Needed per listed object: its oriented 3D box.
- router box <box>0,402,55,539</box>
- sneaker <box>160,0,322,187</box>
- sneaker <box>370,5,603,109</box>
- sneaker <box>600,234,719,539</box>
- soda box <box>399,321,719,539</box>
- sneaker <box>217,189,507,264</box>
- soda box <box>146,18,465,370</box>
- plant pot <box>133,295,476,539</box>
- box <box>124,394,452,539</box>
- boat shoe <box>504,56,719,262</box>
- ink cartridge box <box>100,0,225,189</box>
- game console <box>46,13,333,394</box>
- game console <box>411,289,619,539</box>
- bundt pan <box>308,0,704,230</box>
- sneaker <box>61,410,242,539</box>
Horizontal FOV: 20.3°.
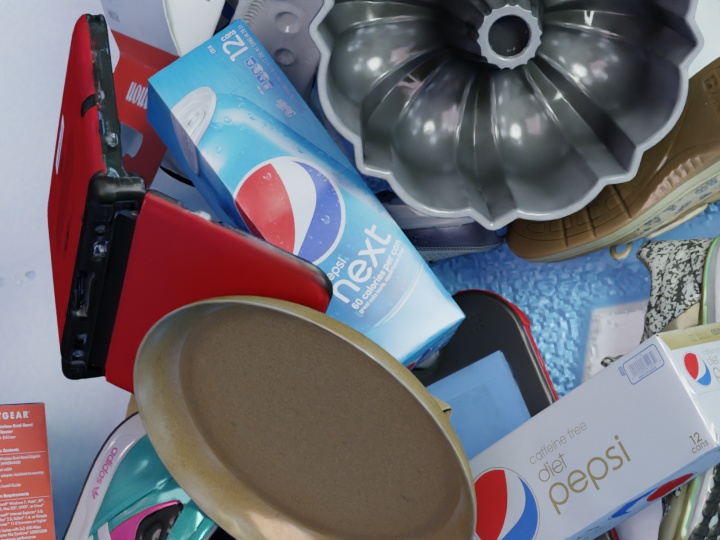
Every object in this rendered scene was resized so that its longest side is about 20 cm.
[{"bbox_3d":[-0.254,0.177,1.205,0.200,0.049,0.181,-13,80,49],"label":"router box"},{"bbox_3d":[-0.051,-0.152,1.184,0.080,0.147,0.200,25,139,-11],"label":"sneaker"},{"bbox_3d":[0.101,-0.125,1.124,0.200,0.076,0.116,-21,120,-2],"label":"sneaker"},{"bbox_3d":[0.172,0.071,1.080,0.088,0.077,0.201,7,83,35],"label":"sneaker"},{"bbox_3d":[0.112,0.103,1.034,0.200,0.068,0.064,-38,72,35],"label":"soda box"},{"bbox_3d":[0.000,0.000,1.150,0.199,0.077,0.086,-8,95,34],"label":"sneaker"},{"bbox_3d":[-0.032,-0.030,1.064,0.064,0.068,0.200,-35,82,-14],"label":"soda box"},{"bbox_3d":[-0.026,0.087,1.033,0.199,0.028,0.201,20,136,20],"label":"plant pot"},{"bbox_3d":[-0.052,0.107,1.153,0.199,0.021,0.164,27,113,28],"label":"box"},{"bbox_3d":[0.167,-0.054,1.077,0.199,0.063,0.074,-27,57,29],"label":"boat shoe"},{"bbox_3d":[-0.128,-0.156,1.172,0.201,0.050,0.162,-67,24,3],"label":"ink cartridge box"},{"bbox_3d":[-0.099,-0.017,1.085,0.118,0.200,0.173,-1,60,-15],"label":"game console"},{"bbox_3d":[0.046,0.128,1.141,0.176,0.031,0.201,-26,77,18],"label":"game console"},{"bbox_3d":[0.069,-0.129,1.031,0.201,0.076,0.203,-2,111,-7],"label":"bundt pan"},{"bbox_3d":[-0.114,0.192,1.155,0.121,0.083,0.201,37,120,33],"label":"sneaker"}]
